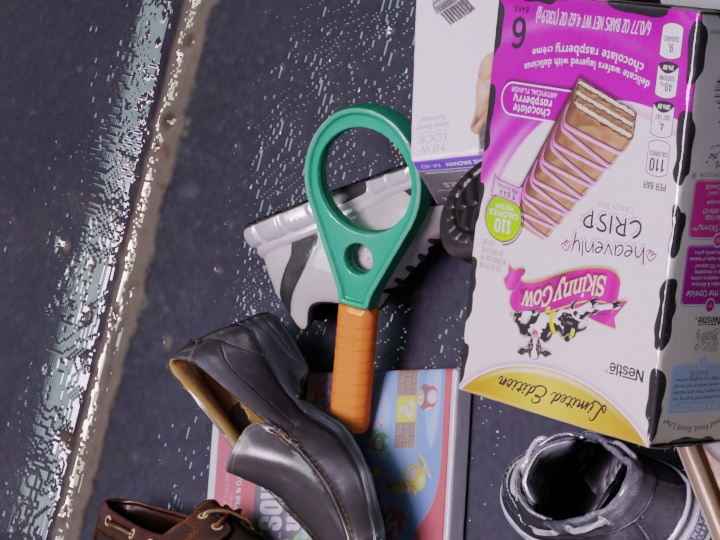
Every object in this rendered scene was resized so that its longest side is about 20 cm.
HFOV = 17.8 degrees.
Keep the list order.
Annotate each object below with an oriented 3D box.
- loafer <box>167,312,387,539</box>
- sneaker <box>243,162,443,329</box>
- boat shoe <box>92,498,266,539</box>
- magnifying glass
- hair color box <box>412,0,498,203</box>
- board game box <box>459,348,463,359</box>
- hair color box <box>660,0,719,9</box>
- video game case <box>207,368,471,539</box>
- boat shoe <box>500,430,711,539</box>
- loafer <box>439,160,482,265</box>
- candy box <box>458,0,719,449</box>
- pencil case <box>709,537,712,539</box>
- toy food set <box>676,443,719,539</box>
[{"bbox_3d":[-0.049,0.112,1.376,0.200,0.072,0.073,54,145,39],"label":"loafer"},{"bbox_3d":[0.024,-0.024,1.393,0.199,0.074,0.081,-21,90,35],"label":"sneaker"},{"bbox_3d":[-0.098,0.176,1.417,0.199,0.070,0.071,0,85,41],"label":"boat shoe"},{"bbox_3d":[0.000,0.000,1.360,0.079,0.022,0.202,14,113,26],"label":"magnifying glass"},{"bbox_3d":[0.091,-0.144,1.305,0.108,0.065,0.202,-5,67,17],"label":"hair color box"},{"bbox_3d":[0.165,0.006,1.232,0.199,0.035,0.136,-2,45,41],"label":"board game box"},{"bbox_3d":[0.208,-0.150,1.171,0.109,0.065,0.201,-15,50,14],"label":"hair color box"},{"bbox_3d":[-0.018,0.134,1.418,0.199,0.017,0.144,-4,78,40],"label":"video game case"},{"bbox_3d":[0.114,0.116,1.230,0.072,0.068,0.200,-63,19,-6],"label":"boat shoe"},{"bbox_3d":[0.139,-0.030,1.202,0.199,0.071,0.073,-11,49,21],"label":"loafer"},{"bbox_3d":[0.120,-0.028,1.094,0.136,0.061,0.202,13,101,50],"label":"candy box"},{"bbox_3d":[0.241,0.099,1.164,0.200,0.088,0.088,-54,53,16],"label":"pencil case"},{"bbox_3d":[0.199,0.074,1.084,0.143,0.060,0.201,-34,64,33],"label":"toy food set"}]
